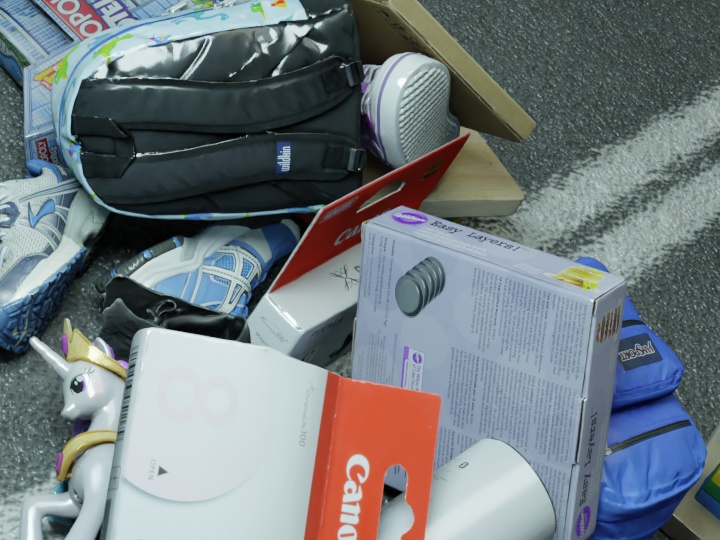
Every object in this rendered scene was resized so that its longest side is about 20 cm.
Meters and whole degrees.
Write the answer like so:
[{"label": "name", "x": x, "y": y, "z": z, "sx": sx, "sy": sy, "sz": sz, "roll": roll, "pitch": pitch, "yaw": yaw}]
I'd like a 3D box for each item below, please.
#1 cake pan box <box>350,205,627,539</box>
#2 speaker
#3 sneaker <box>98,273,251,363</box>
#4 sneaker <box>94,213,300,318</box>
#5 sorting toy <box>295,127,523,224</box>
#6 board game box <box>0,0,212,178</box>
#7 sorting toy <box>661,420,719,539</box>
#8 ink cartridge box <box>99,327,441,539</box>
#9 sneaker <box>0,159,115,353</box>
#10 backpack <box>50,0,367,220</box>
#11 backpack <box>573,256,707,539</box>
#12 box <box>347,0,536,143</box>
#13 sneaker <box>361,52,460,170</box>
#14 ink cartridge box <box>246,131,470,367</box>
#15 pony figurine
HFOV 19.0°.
[{"label": "cake pan box", "x": 0.080, "y": 0.076, "z": 1.446, "sx": 0.183, "sy": 0.201, "sz": 0.052, "roll": 18, "pitch": 26, "yaw": 32}, {"label": "speaker", "x": 0.025, "y": 0.188, "z": 1.359, "sx": 0.199, "sy": 0.081, "sz": 0.081, "roll": -31, "pitch": 69, "yaw": -26}, {"label": "sneaker", "x": -0.092, "y": 0.076, "z": 1.429, "sx": 0.199, "sy": 0.104, "sz": 0.060, "roll": 22, "pitch": 38, "yaw": -17}, {"label": "sneaker", "x": -0.108, "y": 0.009, "z": 1.533, "sx": 0.200, "sy": 0.076, "sz": 0.077, "roll": -27, "pitch": 90, "yaw": -50}, {"label": "sorting toy", "x": -0.006, "y": -0.097, "z": 1.696, "sx": 0.199, "sy": 0.070, "sz": 0.199, "roll": -2, "pitch": 45, "yaw": -40}, {"label": "board game box", "x": -0.193, "y": -0.156, "z": 1.591, "sx": 0.199, "sy": 0.062, "sz": 0.200, "roll": -32, "pitch": 60, "yaw": -25}, {"label": "sorting toy", "x": 0.358, "y": 0.191, "z": 1.683, "sx": 0.198, "sy": 0.070, "sz": 0.200, "roll": 40, "pitch": 36, "yaw": 6}, {"label": "ink cartridge box", "x": -0.048, "y": 0.131, "z": 1.263, "sx": 0.199, "sy": 0.057, "sz": 0.164, "roll": 10, "pitch": 79, "yaw": -12}, {"label": "sneaker", "x": -0.230, "y": -0.015, "z": 1.458, "sx": 0.085, "sy": 0.077, "sz": 0.200, "roll": 28, "pitch": 27, "yaw": -2}, {"label": "backpack", "x": -0.111, "y": -0.108, "z": 1.472, "sx": 0.199, "sy": 0.164, "sz": 0.154, "roll": -17, "pitch": 30, "yaw": -24}, {"label": "backpack", "x": 0.147, "y": 0.105, "z": 1.536, "sx": 0.162, "sy": 0.168, "sz": 0.201, "roll": -15, "pitch": 61, "yaw": -38}, {"label": "box", "x": 0.017, "y": -0.163, "z": 1.557, "sx": 0.163, "sy": 0.021, "sz": 0.200, "roll": 21, "pitch": -12, "yaw": 41}, {"label": "sneaker", "x": 0.004, "y": -0.121, "z": 1.539, "sx": 0.114, "sy": 0.073, "sz": 0.201, "roll": 29, "pitch": -9, "yaw": 11}, {"label": "ink cartridge box", "x": 0.000, "y": 0.000, "z": 1.525, "sx": 0.044, "sy": 0.174, "sz": 0.200, "roll": 45, "pitch": 38, "yaw": 12}, {"label": "pony figurine", "x": -0.121, "y": 0.133, "z": 1.329, "sx": 0.192, "sy": 0.167, "sz": 0.201, "roll": 13, "pitch": 57, "yaw": -15}]
